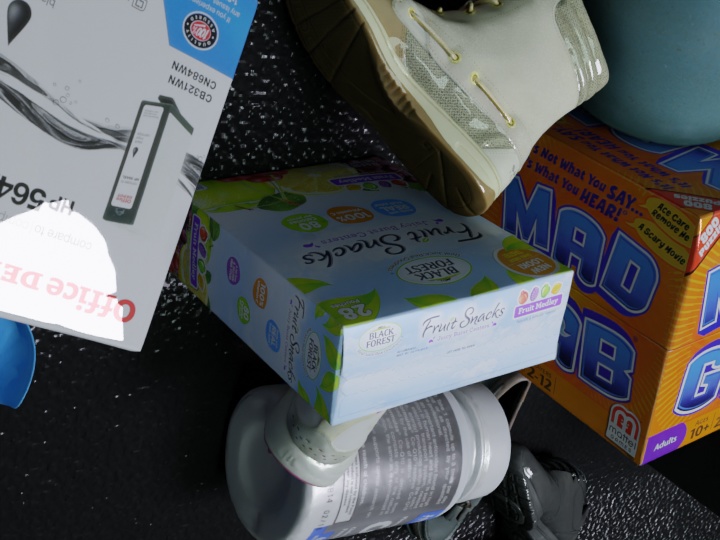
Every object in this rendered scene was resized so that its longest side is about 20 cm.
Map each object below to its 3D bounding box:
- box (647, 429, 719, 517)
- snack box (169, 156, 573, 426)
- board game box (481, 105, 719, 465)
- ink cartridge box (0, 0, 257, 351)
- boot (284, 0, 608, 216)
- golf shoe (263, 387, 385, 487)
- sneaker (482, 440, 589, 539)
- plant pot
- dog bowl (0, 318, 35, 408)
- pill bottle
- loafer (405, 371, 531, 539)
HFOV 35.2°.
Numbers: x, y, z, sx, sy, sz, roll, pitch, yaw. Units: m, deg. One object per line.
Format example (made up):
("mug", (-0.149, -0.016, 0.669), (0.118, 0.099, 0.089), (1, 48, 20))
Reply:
("box", (0.327, 0.118, 1.029), (0.124, 0.200, 0.149), (9, 110, -41))
("snack box", (0.000, 0.000, 0.695), (0.168, 0.200, 0.068), (-12, 123, -34))
("board game box", (0.229, -0.014, 0.869), (0.199, 0.200, 0.201), (-16, 126, -32))
("ink cartridge box", (-0.156, -0.073, 0.576), (0.145, 0.084, 0.202), (20, 86, -45))
("boot", (0.056, -0.155, 0.710), (0.155, 0.072, 0.200), (-43, 99, -24))
("golf shoe", (0.007, 0.053, 0.756), (0.075, 0.201, 0.092), (34, 130, -8))
("sneaker", (0.163, 0.201, 1.047), (0.091, 0.076, 0.200), (-46, 144, -16))
("plant pot", (0.226, -0.199, 0.778), (0.199, 0.200, 0.189), (-21, 141, -28))
("dog bowl", (-0.266, 0.087, 0.639), (0.111, 0.050, 0.201), (22, 100, -44))
("pill bottle", (0.010, 0.135, 0.844), (0.199, 0.114, 0.115), (-1, 116, -38))
("loafer", (0.089, 0.155, 0.955), (0.071, 0.063, 0.201), (-2, 116, -38))
